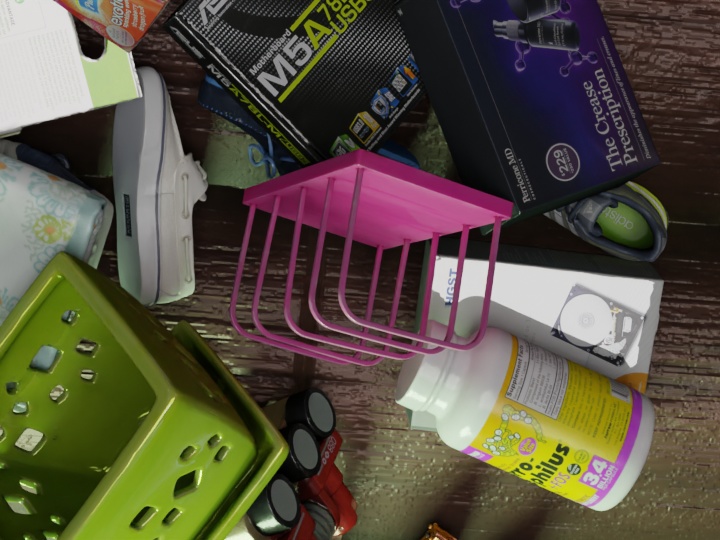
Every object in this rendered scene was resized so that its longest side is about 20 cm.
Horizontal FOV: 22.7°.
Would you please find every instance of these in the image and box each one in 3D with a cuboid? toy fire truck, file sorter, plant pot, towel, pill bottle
[{"bbox_3d":[-0.056,0.233,1.533,0.128,0.177,0.201,-23,114,28],"label":"toy fire truck"},{"bbox_3d":[0.000,0.000,1.401,0.138,0.200,0.127,17,76,-26],"label":"file sorter"},{"bbox_3d":[-0.186,0.136,1.394,0.200,0.200,0.181,-53,141,9],"label":"plant pot"},{"bbox_3d":[-0.309,0.001,1.438,0.170,0.048,0.201,21,109,-2],"label":"towel"},{"bbox_3d":[0.131,0.113,1.460,0.199,0.104,0.105,24,102,-8],"label":"pill bottle"}]

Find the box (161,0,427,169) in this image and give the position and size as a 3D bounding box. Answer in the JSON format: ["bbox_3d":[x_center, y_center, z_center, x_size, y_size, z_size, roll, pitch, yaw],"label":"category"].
[{"bbox_3d":[-0.026,-0.200,1.441,0.193,0.047,0.200,46,71,-15],"label":"box"}]

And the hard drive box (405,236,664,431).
[{"bbox_3d":[0.146,0.063,1.542,0.198,0.077,0.158,6,104,-4],"label":"hard drive box"}]

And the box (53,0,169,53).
[{"bbox_3d":[-0.155,-0.282,1.376,0.095,0.100,0.201,34,62,-12],"label":"box"}]

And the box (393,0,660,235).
[{"bbox_3d":[0.132,-0.149,1.426,0.140,0.079,0.202,-20,85,-21],"label":"box"}]

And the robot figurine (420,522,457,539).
[{"bbox_3d":[0.048,0.335,1.615,0.144,0.058,0.201,33,100,-9],"label":"robot figurine"}]

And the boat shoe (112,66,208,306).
[{"bbox_3d":[-0.163,-0.071,1.503,0.069,0.071,0.202,-7,102,-30],"label":"boat shoe"}]

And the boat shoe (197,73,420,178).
[{"bbox_3d":[-0.047,-0.098,1.488,0.199,0.084,0.069,25,105,-7],"label":"boat shoe"}]

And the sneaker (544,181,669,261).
[{"bbox_3d":[0.179,-0.069,1.507,0.199,0.081,0.074,25,101,-9],"label":"sneaker"}]

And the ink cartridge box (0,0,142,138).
[{"bbox_3d":[-0.288,-0.188,1.455,0.198,0.076,0.149,-14,104,-1],"label":"ink cartridge box"}]

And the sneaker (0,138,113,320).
[{"bbox_3d":[-0.301,-0.014,1.508,0.146,0.081,0.201,29,116,9],"label":"sneaker"}]
